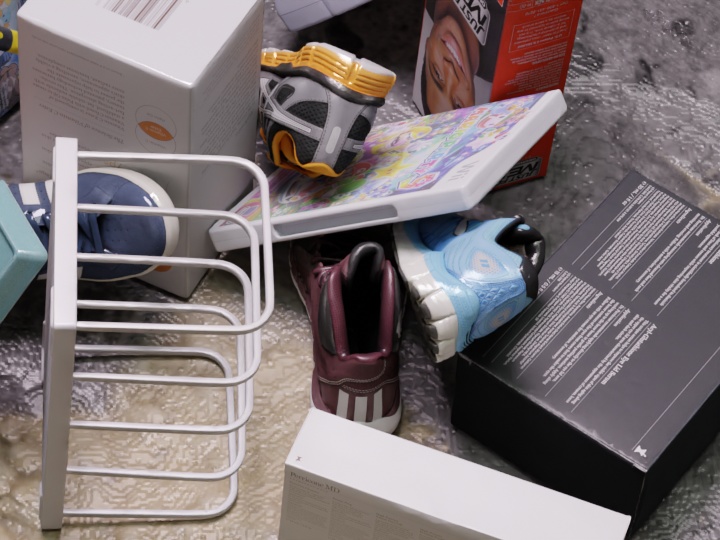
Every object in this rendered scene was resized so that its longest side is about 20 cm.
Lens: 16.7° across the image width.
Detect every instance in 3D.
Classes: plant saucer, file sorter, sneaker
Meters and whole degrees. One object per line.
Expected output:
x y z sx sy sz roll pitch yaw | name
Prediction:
-0.256 0.040 1.450 0.019 0.200 0.070 12 34 -47 | plant saucer
-0.125 0.042 1.445 0.124 0.200 0.139 3 51 -8 | file sorter
0.000 0.000 1.540 0.075 0.116 0.200 -3 52 -8 | sneaker
-0.208 -0.019 1.520 0.200 0.075 0.084 -2 15 32 | sneaker
-0.036 -0.098 1.579 0.078 0.200 0.077 19 86 -10 | sneaker
0.072 0.003 1.503 0.090 0.079 0.200 -19 14 2 | sneaker

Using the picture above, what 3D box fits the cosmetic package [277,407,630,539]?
0.053 0.151 1.445 0.199 0.083 0.051 19 52 9 | cosmetic package

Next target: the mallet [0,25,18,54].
-0.227 -0.140 1.606 0.041 0.066 0.200 -3 0 32 | mallet

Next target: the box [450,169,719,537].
0.171 0.049 1.541 0.141 0.079 0.200 30 54 23 | box

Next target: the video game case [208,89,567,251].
0.017 -0.064 1.561 0.200 0.018 0.143 -9 23 36 | video game case

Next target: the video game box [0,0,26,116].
-0.260 -0.185 1.611 0.047 0.200 0.182 27 53 27 | video game box

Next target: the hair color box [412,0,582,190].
0.089 -0.154 1.618 0.061 0.200 0.102 -17 54 -18 | hair color box

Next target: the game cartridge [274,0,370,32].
0.036 -0.234 1.692 0.200 0.041 0.133 -24 23 25 | game cartridge

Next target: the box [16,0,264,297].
-0.139 -0.099 1.552 0.124 0.200 0.098 23 52 13 | box
